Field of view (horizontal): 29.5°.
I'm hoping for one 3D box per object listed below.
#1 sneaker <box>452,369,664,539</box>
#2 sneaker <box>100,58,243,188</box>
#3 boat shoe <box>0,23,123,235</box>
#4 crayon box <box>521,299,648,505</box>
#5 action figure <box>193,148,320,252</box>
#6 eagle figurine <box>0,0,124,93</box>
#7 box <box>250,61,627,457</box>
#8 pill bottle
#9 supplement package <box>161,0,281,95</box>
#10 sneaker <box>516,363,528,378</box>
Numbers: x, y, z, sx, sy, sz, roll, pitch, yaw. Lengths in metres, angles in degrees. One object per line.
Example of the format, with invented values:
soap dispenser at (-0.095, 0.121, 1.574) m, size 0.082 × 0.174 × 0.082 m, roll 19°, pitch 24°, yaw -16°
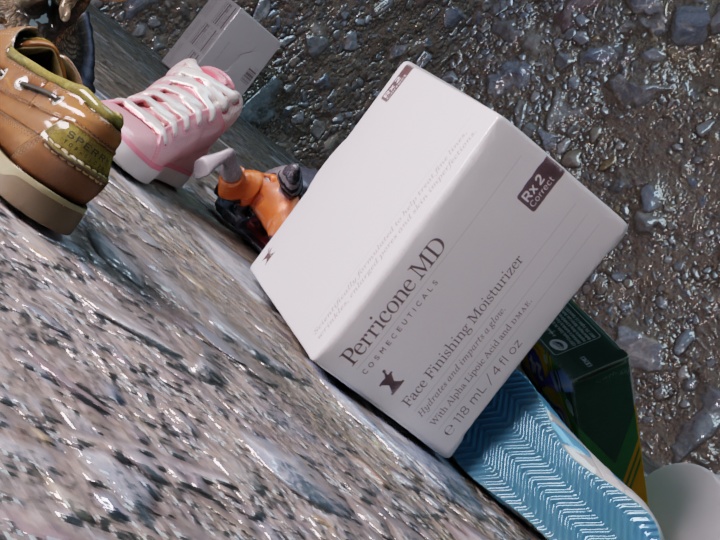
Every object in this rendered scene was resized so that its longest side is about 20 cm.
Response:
sneaker at (0.127, 0.143, 0.935) m, size 0.200 × 0.076 × 0.081 m, roll 48°, pitch 0°, yaw 30°
sneaker at (-0.155, -0.126, 1.085) m, size 0.075 × 0.105 × 0.200 m, roll 41°, pitch 5°, yaw 7°
boat shoe at (-0.176, -0.091, 0.716) m, size 0.072 × 0.068 × 0.200 m, roll 32°, pitch 7°, yaw -47°
crayon box at (0.167, 0.126, 1.050) m, size 0.126 × 0.051 × 0.202 m, roll -127°, pitch -161°, yaw -58°
action figure at (-0.042, -0.038, 1.161) m, size 0.199 × 0.105 × 0.193 m, roll 39°, pitch 12°, yaw 8°
eagle figurine at (-0.262, -0.211, 1.121) m, size 0.199 × 0.149 × 0.154 m, roll -18°, pitch -96°, yaw 60°
box at (0.045, -0.015, 0.955) m, size 0.130 × 0.200 × 0.200 m, roll 36°, pitch 5°, yaw -24°
pill bottle at (0.307, 0.239, 1.142) m, size 0.199 × 0.114 × 0.114 m, roll 36°, pitch 5°, yaw -42°
supplement package at (-0.302, -0.475, 2.979) m, size 0.111 × 0.201 × 0.155 m, roll 42°, pitch 5°, yaw 41°
sneaker at (0.098, 0.100, 1.086) m, size 0.084 × 0.080 × 0.200 m, roll 51°, pitch 2°, yaw -23°
